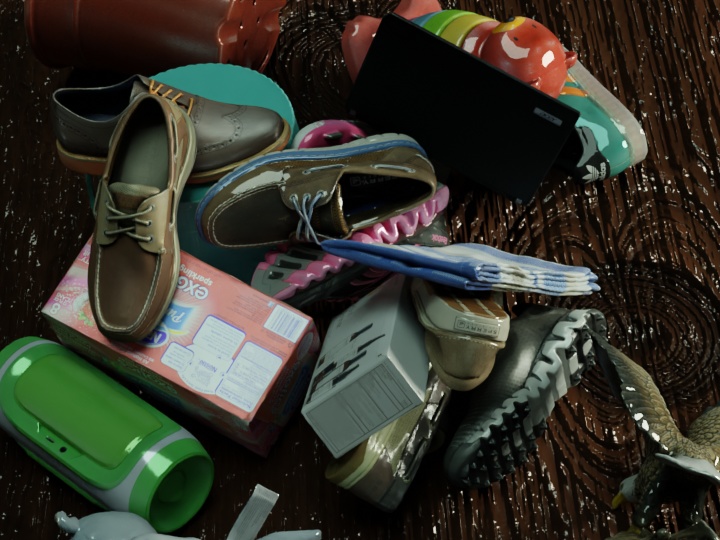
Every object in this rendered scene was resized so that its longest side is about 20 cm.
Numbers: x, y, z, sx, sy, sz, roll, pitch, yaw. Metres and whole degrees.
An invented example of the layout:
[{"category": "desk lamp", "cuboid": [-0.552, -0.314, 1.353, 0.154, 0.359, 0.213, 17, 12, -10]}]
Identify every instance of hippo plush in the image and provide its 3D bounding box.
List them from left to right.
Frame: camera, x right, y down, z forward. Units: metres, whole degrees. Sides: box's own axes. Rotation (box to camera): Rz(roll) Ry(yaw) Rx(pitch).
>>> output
[{"category": "hippo plush", "cuboid": [-0.168, 0.220, 1.327, 0.161, 0.159, 0.200, 16, 69, 38]}]

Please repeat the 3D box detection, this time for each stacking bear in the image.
[{"category": "stacking bear", "cuboid": [0.099, -0.184, 1.659, 0.121, 0.114, 0.200, -29, 24, -36]}]

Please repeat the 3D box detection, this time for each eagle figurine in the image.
[{"category": "eagle figurine", "cuboid": [0.233, 0.131, 1.374, 0.151, 0.152, 0.200, -9, 47, 30]}]

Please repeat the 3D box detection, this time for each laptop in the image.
[{"category": "laptop", "cuboid": [0.087, -0.140, 1.567, 0.177, 0.103, 0.200, 29, 13, 2]}]

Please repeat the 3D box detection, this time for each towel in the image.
[{"category": "towel", "cuboid": [0.082, -0.006, 1.467, 0.147, 0.024, 0.200, 13, 6, 35]}]

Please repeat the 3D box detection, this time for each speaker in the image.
[{"category": "speaker", "cuboid": [-0.210, 0.129, 1.474, 0.200, 0.088, 0.088, 30, 58, 32]}]

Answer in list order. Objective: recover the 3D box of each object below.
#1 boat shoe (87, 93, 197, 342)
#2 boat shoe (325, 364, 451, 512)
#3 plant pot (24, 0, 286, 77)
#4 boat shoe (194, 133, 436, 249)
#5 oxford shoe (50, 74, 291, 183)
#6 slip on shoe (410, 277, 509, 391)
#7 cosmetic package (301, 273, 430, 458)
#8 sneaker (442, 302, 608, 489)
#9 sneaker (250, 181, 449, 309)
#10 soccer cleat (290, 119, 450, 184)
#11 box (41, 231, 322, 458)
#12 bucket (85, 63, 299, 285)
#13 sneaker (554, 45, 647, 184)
[{"category": "boat shoe", "cuboid": [-0.177, -0.045, 1.440, 0.076, 0.072, 0.200, 3, 74, 8]}, {"category": "boat shoe", "cuboid": [0.037, 0.119, 1.460, 0.065, 0.073, 0.200, 46, 42, -7]}, {"category": "plant pot", "cuboid": [-0.186, -0.264, 1.784, 0.195, 0.201, 0.201, 19, 52, 15]}, {"category": "boat shoe", "cuboid": [-0.034, -0.059, 1.501, 0.200, 0.072, 0.072, -20, 31, -9]}, {"category": "oxford shoe", "cuboid": [-0.158, -0.120, 1.523, 0.200, 0.073, 0.071, -2, 47, 7]}, {"category": "slip on shoe", "cuboid": [0.077, 0.042, 1.441, 0.076, 0.061, 0.200, 10, 10, -8]}, {"category": "cosmetic package", "cuboid": [0.010, 0.067, 1.441, 0.083, 0.051, 0.200, -32, 13, 14]}, {"category": "sneaker", "cuboid": [0.110, 0.094, 1.473, 0.090, 0.066, 0.200, 19, 51, 32]}, {"category": "sneaker", "cuboid": [0.000, 0.000, 1.552, 0.200, 0.095, 0.079, -29, 34, -26]}, {"category": "soccer cleat", "cuboid": [-0.006, -0.097, 1.620, 0.086, 0.070, 0.200, 29, 14, 39]}, {"category": "box", "cuboid": [-0.140, 0.054, 1.490, 0.200, 0.095, 0.103, 26, 71, 16]}, {"category": "bucket", "cuboid": [-0.135, -0.074, 1.620, 0.207, 0.135, 0.207, -5, 46, 5]}, {"category": "sneaker", "cuboid": [0.168, -0.150, 1.688, 0.080, 0.071, 0.200, -27, 50, -22]}]
